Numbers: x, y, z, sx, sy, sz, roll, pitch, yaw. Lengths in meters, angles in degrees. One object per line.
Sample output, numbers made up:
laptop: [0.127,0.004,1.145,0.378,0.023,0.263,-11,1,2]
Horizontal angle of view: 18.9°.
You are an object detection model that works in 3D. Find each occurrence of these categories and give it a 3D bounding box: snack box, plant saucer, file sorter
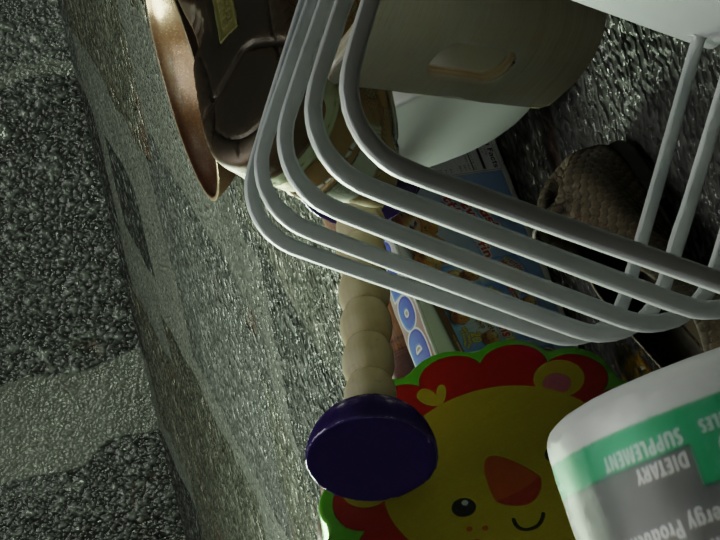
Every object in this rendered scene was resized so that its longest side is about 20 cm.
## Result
snack box: [0.044,-0.006,0.966,0.024,0.071,0.202,-53,52,55]
plant saucer: [-0.126,-0.156,1.689,0.200,0.036,0.202,164,90,-78]
file sorter: [0.051,-0.057,0.579,0.200,0.138,0.126,153,135,-79]

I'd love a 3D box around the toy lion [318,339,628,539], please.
toy lion: [0.048,0.113,0.829,0.191,0.199,0.069,39,150,38]

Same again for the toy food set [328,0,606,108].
toy food set: [0.005,-0.157,0.770,0.060,0.143,0.202,-29,73,33]

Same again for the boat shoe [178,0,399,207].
boat shoe: [-0.024,-0.103,0.789,0.071,0.076,0.202,-35,46,35]

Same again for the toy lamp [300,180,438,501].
toy lamp: [0.000,0.000,0.883,0.059,0.058,0.201,85,-177,-46]

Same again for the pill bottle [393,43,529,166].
pill bottle: [0.001,-0.146,0.884,0.112,0.111,0.202,105,147,-69]

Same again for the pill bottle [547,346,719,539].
pill bottle: [0.134,0.121,0.605,0.113,0.112,0.202,117,135,-74]

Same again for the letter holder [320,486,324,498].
letter holder: [0.033,0.177,1.217,0.143,0.100,0.201,-117,15,-49]

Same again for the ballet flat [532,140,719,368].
ballet flat: [0.108,0.019,0.755,0.200,0.046,0.068,-119,17,-50]

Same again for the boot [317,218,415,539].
boot: [0.020,0.036,0.983,0.068,0.187,0.202,-28,74,39]
